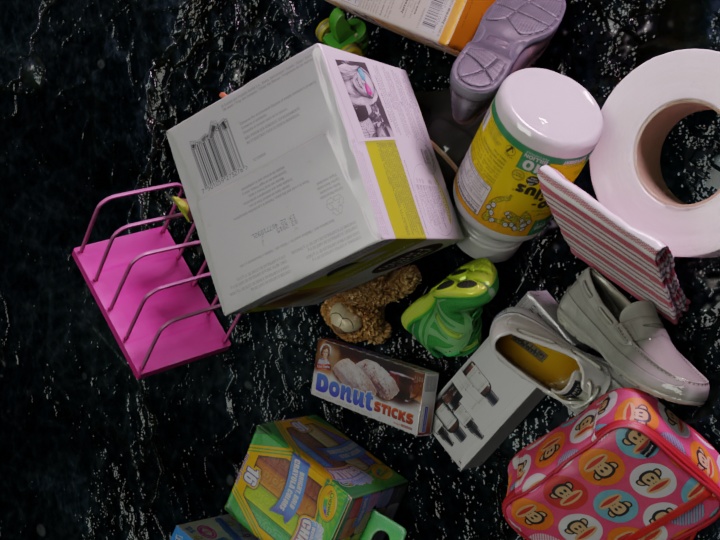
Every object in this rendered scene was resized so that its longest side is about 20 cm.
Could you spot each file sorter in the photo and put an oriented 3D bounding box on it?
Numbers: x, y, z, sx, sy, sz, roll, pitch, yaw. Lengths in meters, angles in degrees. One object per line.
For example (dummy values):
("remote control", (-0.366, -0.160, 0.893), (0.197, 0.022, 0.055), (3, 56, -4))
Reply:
("file sorter", (-0.252, 0.006, 1.512), (0.201, 0.138, 0.126), (58, 141, 21))

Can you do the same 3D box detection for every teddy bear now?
("teddy bear", (0.000, 0.000, 1.363), (0.144, 0.067, 0.201), (27, 119, -8))

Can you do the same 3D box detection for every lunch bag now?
("lunch bag", (0.259, 0.223, 1.183), (0.176, 0.082, 0.200), (38, 126, -13))

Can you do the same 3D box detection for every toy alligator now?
("toy alligator", (-0.021, -0.236, 1.405), (0.059, 0.054, 0.201), (52, 153, 27))

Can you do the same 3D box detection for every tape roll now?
("tape roll", (0.329, -0.112, 1.169), (0.201, 0.071, 0.204), (0, 90, 35))

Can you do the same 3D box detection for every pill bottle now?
("pill bottle", (0.161, -0.101, 1.228), (0.113, 0.112, 0.200), (53, 144, 23))

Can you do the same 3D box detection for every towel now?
("towel", (0.249, -0.026, 1.154), (0.146, 0.200, 0.030), (38, 85, 29))

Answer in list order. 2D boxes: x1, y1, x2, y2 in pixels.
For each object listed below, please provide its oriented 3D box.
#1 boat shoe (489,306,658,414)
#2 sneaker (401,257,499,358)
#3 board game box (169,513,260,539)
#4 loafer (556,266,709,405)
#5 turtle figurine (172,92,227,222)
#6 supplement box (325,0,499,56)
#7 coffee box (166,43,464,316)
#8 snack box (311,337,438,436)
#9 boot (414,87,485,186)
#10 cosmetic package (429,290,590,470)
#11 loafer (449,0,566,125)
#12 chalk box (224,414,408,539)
("boat shoe", (0.217, 0.112, 1.203), (0.199, 0.070, 0.071), (35, 113, -1))
("sneaker", (0.111, 0.045, 1.291), (0.084, 0.074, 0.200), (53, 159, 4))
("board game box", (-0.097, 0.362, 1.388), (0.195, 0.199, 0.056), (32, 106, 30))
("loafer", (0.271, 0.064, 1.175), (0.200, 0.070, 0.070), (42, 117, 46))
("turtle figurine", (-0.155, -0.116, 1.493), (0.161, 0.064, 0.200), (-39, 79, -11))
("supplement box", (0.061, -0.297, 1.321), (0.199, 0.126, 0.074), (29, 101, 32))
("coffee box", (-0.042, -0.086, 1.218), (0.199, 0.197, 0.201), (-24, 80, 27))
("snack box", (0.014, 0.133, 1.387), (0.199, 0.024, 0.072), (14, 98, 50))
("boot", (0.094, -0.191, 1.347), (0.138, 0.077, 0.200), (-42, 49, 2))
("cosmetic package", (0.157, 0.121, 1.301), (0.083, 0.051, 0.200), (49, 116, 24))
("loafer", (0.149, -0.228, 1.246), (0.072, 0.200, 0.063), (31, 144, 14))
("chalk box", (-0.037, 0.277, 1.391), (0.199, 0.123, 0.125), (32, 108, 31))
